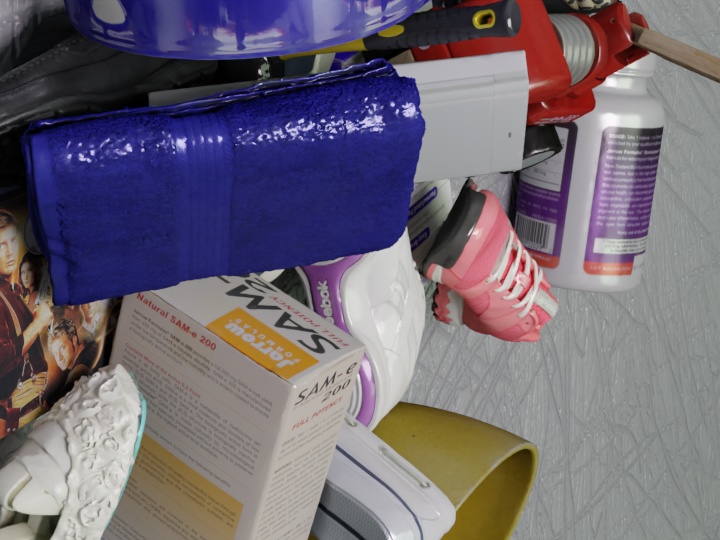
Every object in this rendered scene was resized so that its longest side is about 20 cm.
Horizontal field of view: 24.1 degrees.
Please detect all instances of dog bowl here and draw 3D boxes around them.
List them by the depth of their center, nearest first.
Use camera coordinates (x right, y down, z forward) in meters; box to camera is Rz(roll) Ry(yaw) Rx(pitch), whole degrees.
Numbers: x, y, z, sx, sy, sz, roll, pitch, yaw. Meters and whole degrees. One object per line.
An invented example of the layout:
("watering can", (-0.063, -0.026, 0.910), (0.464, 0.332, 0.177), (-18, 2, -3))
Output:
("dog bowl", (-0.061, -0.180, 0.880), (0.200, 0.199, 0.080), (-34, 130, -45))

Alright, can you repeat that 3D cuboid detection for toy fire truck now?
("toy fire truck", (0.130, -0.124, 1.044), (0.175, 0.199, 0.130), (-9, 76, -56))

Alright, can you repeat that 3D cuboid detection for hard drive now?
("hard drive", (-0.008, -0.076, 0.938), (0.132, 0.198, 0.027), (78, 5, -73))

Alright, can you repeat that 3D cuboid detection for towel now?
("towel", (-0.071, -0.046, 0.866), (0.148, 0.198, 0.050), (101, -22, -61))

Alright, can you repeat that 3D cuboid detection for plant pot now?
("plant pot", (0.009, 0.166, 1.150), (0.200, 0.141, 0.201), (-47, 157, -27))

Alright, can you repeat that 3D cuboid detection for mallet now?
("mallet", (-0.002, -0.117, 0.919), (0.041, 0.199, 0.067), (1, 95, -54))

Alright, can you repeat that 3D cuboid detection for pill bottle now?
("pill bottle", (0.186, -0.091, 1.369), (0.111, 0.111, 0.202), (-11, 111, -54))

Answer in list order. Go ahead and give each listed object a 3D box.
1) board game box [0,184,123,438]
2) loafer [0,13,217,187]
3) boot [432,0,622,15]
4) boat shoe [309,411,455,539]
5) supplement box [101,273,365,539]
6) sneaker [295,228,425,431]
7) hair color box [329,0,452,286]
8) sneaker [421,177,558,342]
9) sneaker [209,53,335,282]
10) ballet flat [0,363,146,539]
("board game box", (-0.175, 0.006, 0.931), (0.200, 0.034, 0.137), (-31, 127, -48))
("loafer", (-0.156, -0.098, 0.893), (0.068, 0.070, 0.200), (-49, 170, 36))
("boot", (0.119, -0.177, 1.189), (0.204, 0.152, 0.074), (55, 43, -48))
("boat shoe", (-0.028, 0.114, 1.031), (0.066, 0.200, 0.074), (-21, 141, -43))
("supplement box", (-0.086, 0.105, 0.976), (0.073, 0.126, 0.201), (-24, 139, -51))
("sneaker", (0.000, 0.000, 1.088), (0.099, 0.074, 0.202), (-23, 116, -60))
("hair color box", (0.006, -0.076, 1.148), (0.109, 0.064, 0.202), (-40, 131, -43))
("sneaker", (0.097, -0.001, 1.148), (0.074, 0.086, 0.200), (-62, 167, -12))
("sneaker", (-0.071, -0.092, 1.027), (0.084, 0.075, 0.202), (9, 90, -49))
("ballet flat", (-0.180, 0.143, 0.921), (0.072, 0.071, 0.201), (4, 114, -57))
